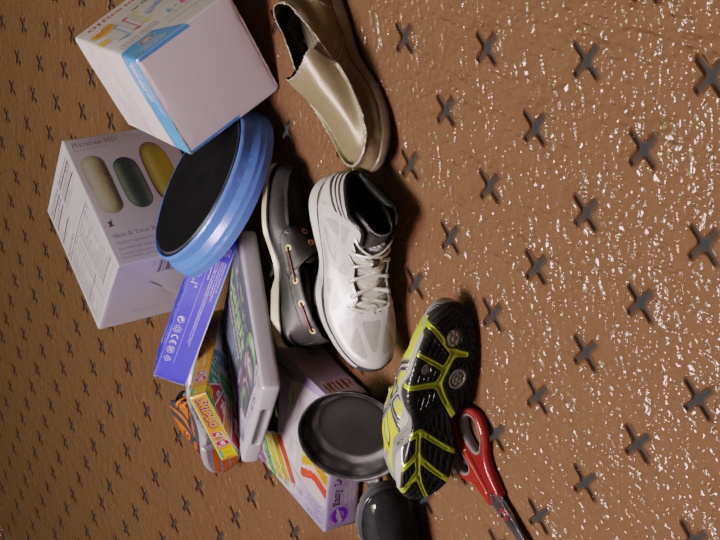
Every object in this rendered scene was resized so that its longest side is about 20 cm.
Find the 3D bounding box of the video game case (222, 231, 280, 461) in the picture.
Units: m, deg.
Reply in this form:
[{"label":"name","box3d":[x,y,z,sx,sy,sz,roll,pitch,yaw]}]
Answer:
[{"label":"video game case","box3d":[-0.127,0.088,1.326,0.182,0.023,0.200,110,153,-54]}]

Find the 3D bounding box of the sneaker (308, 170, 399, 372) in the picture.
[{"label":"sneaker","box3d":[0.000,0.000,1.127,0.115,0.076,0.201,163,94,-74]}]

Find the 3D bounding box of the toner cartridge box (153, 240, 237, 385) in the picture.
[{"label":"toner cartridge box","box3d":[-0.193,0.028,1.400,0.095,0.043,0.200,-114,44,-76]}]

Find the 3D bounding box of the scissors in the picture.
[{"label":"scissors","box3d":[0.127,0.218,1.097,0.073,0.014,0.200,-44,66,53]}]

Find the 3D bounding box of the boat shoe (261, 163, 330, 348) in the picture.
[{"label":"boat shoe","box3d":[-0.064,-0.018,1.265,0.063,0.074,0.202,-7,87,25]}]

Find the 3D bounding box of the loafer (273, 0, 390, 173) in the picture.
[{"label":"loafer","box3d":[-0.033,-0.183,1.131,0.076,0.067,0.200,-40,68,57]}]

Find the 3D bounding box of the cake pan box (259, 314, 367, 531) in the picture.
[{"label":"cake pan box","box3d":[-0.067,0.170,1.357,0.200,0.052,0.185,41,133,45]}]

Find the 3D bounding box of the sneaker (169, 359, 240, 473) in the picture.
[{"label":"sneaker","box3d":[-0.220,0.169,1.580,0.112,0.077,0.200,30,127,49]}]

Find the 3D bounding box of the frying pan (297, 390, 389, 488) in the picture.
[{"label":"frying pan","box3d":[0.017,0.197,1.237,0.115,0.031,0.190,-38,106,27]}]

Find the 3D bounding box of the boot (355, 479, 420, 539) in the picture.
[{"label":"boot","box3d":[0.073,0.324,1.168,0.200,0.066,0.165,44,150,49]}]

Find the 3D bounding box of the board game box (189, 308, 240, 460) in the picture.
[{"label":"board game box","box3d":[-0.167,0.129,1.416,0.200,0.030,0.096,-95,-15,-61]}]

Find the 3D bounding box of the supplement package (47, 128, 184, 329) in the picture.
[{"label":"supplement package","box3d":[-0.296,-0.059,1.534,0.200,0.152,0.151,61,146,23]}]

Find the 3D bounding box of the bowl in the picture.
[{"label":"bowl","box3d":[-0.169,-0.092,1.317,0.201,0.039,0.201,-41,36,38]}]

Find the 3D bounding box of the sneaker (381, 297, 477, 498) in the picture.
[{"label":"sneaker","box3d":[0.053,0.114,1.100,0.076,0.075,0.200,42,125,52]}]

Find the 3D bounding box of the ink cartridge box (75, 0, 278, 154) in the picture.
[{"label":"ink cartridge box","box3d":[-0.213,-0.234,1.308,0.200,0.129,0.125,27,152,51]}]
